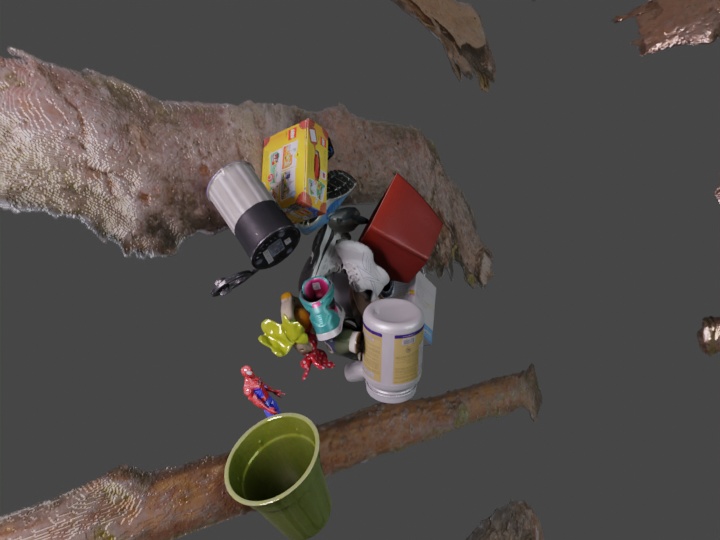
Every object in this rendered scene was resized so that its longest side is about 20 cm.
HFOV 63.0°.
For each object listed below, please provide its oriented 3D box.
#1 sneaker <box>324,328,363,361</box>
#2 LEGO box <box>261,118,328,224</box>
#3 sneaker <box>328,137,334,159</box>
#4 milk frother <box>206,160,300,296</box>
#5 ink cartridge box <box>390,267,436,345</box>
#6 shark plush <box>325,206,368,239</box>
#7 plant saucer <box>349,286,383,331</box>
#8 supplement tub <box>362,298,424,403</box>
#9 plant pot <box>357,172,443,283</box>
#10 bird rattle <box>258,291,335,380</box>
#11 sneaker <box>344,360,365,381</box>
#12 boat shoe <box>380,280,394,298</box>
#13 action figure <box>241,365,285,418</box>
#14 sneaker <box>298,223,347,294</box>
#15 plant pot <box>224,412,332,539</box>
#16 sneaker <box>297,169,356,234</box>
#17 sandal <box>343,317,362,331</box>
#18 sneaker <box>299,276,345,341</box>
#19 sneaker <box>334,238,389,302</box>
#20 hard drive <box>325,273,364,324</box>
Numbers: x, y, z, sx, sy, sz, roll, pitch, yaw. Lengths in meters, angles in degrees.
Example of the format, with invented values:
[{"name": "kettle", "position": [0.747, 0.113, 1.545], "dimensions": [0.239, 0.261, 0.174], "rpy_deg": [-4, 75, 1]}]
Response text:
[{"name": "sneaker", "position": [-0.037, 0.170, 1.395], "dimensions": [0.200, 0.087, 0.069], "rpy_deg": [67, 33, -75]}, {"name": "LEGO box", "position": [-0.152, -0.219, 1.345], "dimensions": [0.076, 0.146, 0.206], "rpy_deg": [21, 64, -49]}, {"name": "sneaker", "position": [-0.120, -0.252, 1.432], "dimensions": [0.072, 0.110, 0.206], "rpy_deg": [26, 59, -46]}, {"name": "milk frother", "position": [-0.252, -0.076, 1.189], "dimensions": [0.197, 0.182, 0.189], "rpy_deg": [-28, 66, -25]}, {"name": "ink cartridge box", "position": [0.131, 0.098, 1.667], "dimensions": [0.125, 0.126, 0.205], "rpy_deg": [40, 50, -43]}, {"name": "shark plush", "position": [-0.074, -0.140, 1.538], "dimensions": [0.195, 0.091, 0.085], "rpy_deg": [0, 59, -34]}, {"name": "plant saucer", "position": [0.029, 0.113, 1.508], "dimensions": [0.200, 0.036, 0.202], "rpy_deg": [46, 23, -26]}, {"name": "supplement tub", "position": [0.074, 0.185, 1.357], "dimensions": [0.145, 0.142, 0.206], "rpy_deg": [-33, 130, -53]}, {"name": "plant pot", "position": [0.099, -0.087, 1.533], "dimensions": [0.174, 0.201, 0.203], "rpy_deg": [31, 58, -4]}, {"name": "bird rattle", "position": [-0.129, 0.138, 1.323], "dimensions": [0.199, 0.111, 0.167], "rpy_deg": [38, 35, -46]}, {"name": "sneaker", "position": [0.059, 0.249, 1.535], "dimensions": [0.198, 0.113, 0.076], "rpy_deg": [-6, 83, -56]}, {"name": "boat shoe", "position": [0.060, -0.026, 1.630], "dimensions": [0.068, 0.069, 0.206], "rpy_deg": [82, 6, -71]}, {"name": "action figure", "position": [-0.191, 0.277, 1.226], "dimensions": [0.203, 0.051, 0.066], "rpy_deg": [59, 19, -22]}, {"name": "sneaker", "position": [-0.073, -0.006, 1.427], "dimensions": [0.114, 0.075, 0.204], "rpy_deg": [32, 55, -21]}, {"name": "plant pot", "position": [-0.140, 0.427, 1.163], "dimensions": [0.202, 0.195, 0.193], "rpy_deg": [-59, 138, -44]}, {"name": "sneaker", "position": [-0.089, -0.166, 1.439], "dimensions": [0.078, 0.091, 0.200], "rpy_deg": [40, 67, 15]}, {"name": "sandal", "position": [-0.026, 0.156, 1.492], "dimensions": [0.199, 0.079, 0.058], "rpy_deg": [24, 36, -52]}, {"name": "sneaker", "position": [-0.088, 0.069, 1.332], "dimensions": [0.200, 0.081, 0.124], "rpy_deg": [-103, 175, -76]}, {"name": "sneaker", "position": [0.000, 0.000, 1.425], "dimensions": [0.200, 0.073, 0.088], "rpy_deg": [47, 60, -35]}, {"name": "hard drive", "position": [-0.031, 0.059, 1.539], "dimensions": [0.198, 0.026, 0.136], "rpy_deg": [31, 56, -47]}]
